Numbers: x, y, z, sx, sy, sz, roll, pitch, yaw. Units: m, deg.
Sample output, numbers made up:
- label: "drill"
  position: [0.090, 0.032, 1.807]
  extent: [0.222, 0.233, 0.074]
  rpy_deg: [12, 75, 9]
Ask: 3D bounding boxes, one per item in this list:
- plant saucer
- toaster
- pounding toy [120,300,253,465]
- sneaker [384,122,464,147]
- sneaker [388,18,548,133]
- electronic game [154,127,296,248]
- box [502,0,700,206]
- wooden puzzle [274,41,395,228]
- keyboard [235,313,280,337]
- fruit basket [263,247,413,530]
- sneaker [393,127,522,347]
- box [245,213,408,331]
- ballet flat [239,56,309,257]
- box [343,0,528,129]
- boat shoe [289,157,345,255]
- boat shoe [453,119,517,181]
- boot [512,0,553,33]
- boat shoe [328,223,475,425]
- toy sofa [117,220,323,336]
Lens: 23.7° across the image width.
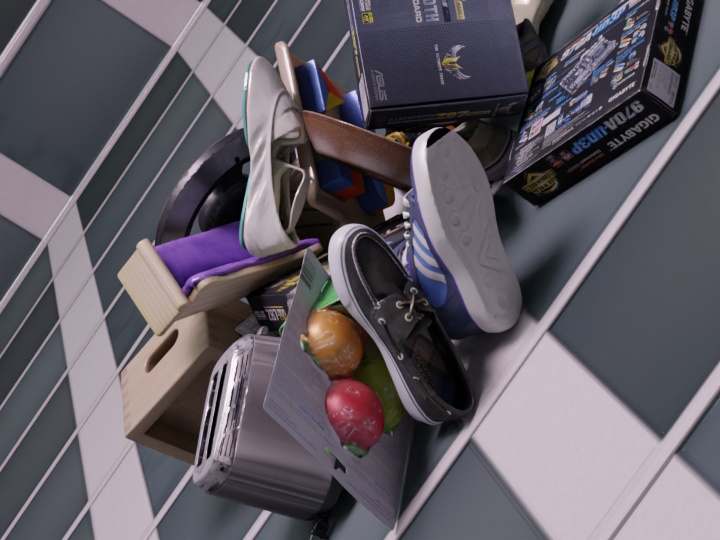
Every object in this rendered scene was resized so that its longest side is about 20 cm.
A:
- label: "plant saucer"
  position: [0.030, -0.104, 1.682]
  extent: [0.037, 0.200, 0.200]
  rpy_deg: [-69, 19, 2]
- label: "toaster"
  position: [-0.083, 0.155, 1.650]
  extent: [0.114, 0.129, 0.200]
  rpy_deg: [135, 146, -64]
- label: "pounding toy"
  position: [-0.128, 0.102, 1.858]
  extent: [0.200, 0.184, 0.142]
  rpy_deg: [-47, 34, 26]
- label: "sneaker"
  position: [0.071, -0.159, 1.837]
  extent: [0.090, 0.070, 0.200]
  rpy_deg: [-38, -5, -17]
- label: "sneaker"
  position: [0.103, -0.192, 1.719]
  extent: [0.200, 0.081, 0.074]
  rpy_deg: [-21, 4, -21]
- label: "electronic game"
  position: [-0.143, -0.070, 1.850]
  extent: [0.200, 0.042, 0.200]
  rpy_deg: [-39, -29, -26]
- label: "box"
  position: [0.222, -0.167, 1.592]
  extent: [0.200, 0.046, 0.159]
  rpy_deg: [-35, 29, 48]
- label: "wooden puzzle"
  position: [-0.018, -0.135, 1.822]
  extent: [0.046, 0.200, 0.185]
  rpy_deg: [-20, 67, 18]
- label: "keyboard"
  position: [-0.045, 0.025, 1.816]
  extent: [0.200, 0.056, 0.011]
  rpy_deg: [-37, -26, -36]
- label: "fruit basket"
  position: [-0.016, 0.106, 1.537]
  extent: [0.094, 0.185, 0.200]
  rpy_deg: [-21, 37, 35]
- label: "sneaker"
  position: [0.053, -0.027, 1.547]
  extent: [0.146, 0.200, 0.081]
  rpy_deg: [-4, 25, 47]
- label: "box"
  position: [0.000, 0.000, 1.725]
  extent: [0.200, 0.049, 0.161]
  rpy_deg: [-28, 11, -19]
- label: "ballet flat"
  position: [-0.081, -0.113, 1.709]
  extent: [0.069, 0.069, 0.200]
  rpy_deg: [-179, 91, -68]
- label: "box"
  position: [0.068, -0.242, 1.669]
  extent: [0.051, 0.158, 0.200]
  rpy_deg: [108, 155, -70]
- label: "boat shoe"
  position: [-0.049, -0.058, 1.910]
  extent: [0.068, 0.075, 0.200]
  rpy_deg: [-79, -9, -46]
- label: "boat shoe"
  position: [0.099, -0.121, 1.795]
  extent: [0.200, 0.062, 0.072]
  rpy_deg: [-21, 40, 60]
- label: "boot"
  position: [0.132, -0.238, 1.891]
  extent: [0.200, 0.072, 0.155]
  rpy_deg: [-31, 34, 47]
- label: "boat shoe"
  position: [0.042, 0.045, 1.502]
  extent: [0.069, 0.200, 0.057]
  rpy_deg: [-39, 18, -34]
- label: "toy sofa"
  position: [-0.140, -0.012, 1.760]
  extent: [0.200, 0.083, 0.098]
  rpy_deg: [-19, -21, -47]
